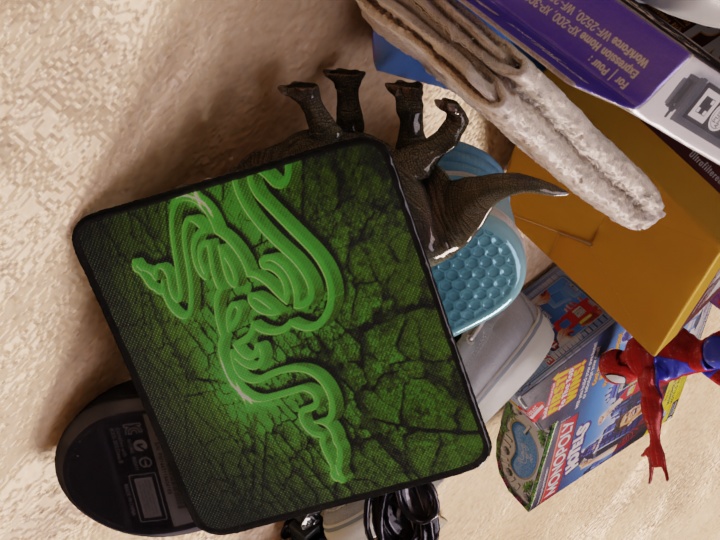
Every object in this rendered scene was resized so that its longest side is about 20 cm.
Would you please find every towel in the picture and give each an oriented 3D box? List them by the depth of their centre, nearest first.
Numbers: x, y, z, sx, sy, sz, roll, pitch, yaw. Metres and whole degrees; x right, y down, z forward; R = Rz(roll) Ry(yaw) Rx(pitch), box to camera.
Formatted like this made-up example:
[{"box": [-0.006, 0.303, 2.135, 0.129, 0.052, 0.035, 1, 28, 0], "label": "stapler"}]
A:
[{"box": [0.065, -0.086, 1.079, 0.035, 0.133, 0.200, -49, 148, 5], "label": "towel"}]

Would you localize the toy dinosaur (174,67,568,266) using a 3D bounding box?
[{"box": [0.007, -0.041, 1.119, 0.077, 0.199, 0.103, -48, 144, -69], "label": "toy dinosaur"}]

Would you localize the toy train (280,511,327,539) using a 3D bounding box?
[{"box": [-0.029, 0.126, 1.375, 0.046, 0.034, 0.200, -41, 152, -22], "label": "toy train"}]

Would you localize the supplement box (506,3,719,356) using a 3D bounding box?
[{"box": [0.200, -0.090, 1.269, 0.200, 0.133, 0.197, -43, 169, -16], "label": "supplement box"}]

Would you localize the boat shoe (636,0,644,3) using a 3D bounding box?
[{"box": [0.144, -0.223, 1.085, 0.091, 0.071, 0.201, 12, 128, -20], "label": "boat shoe"}]

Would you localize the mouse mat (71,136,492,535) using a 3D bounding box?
[{"box": [-0.036, 0.038, 1.110, 0.160, 0.008, 0.200, -16, 118, 8], "label": "mouse mat"}]

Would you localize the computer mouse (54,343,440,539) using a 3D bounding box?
[{"box": [-0.059, 0.091, 1.183, 0.053, 0.199, 0.139, -82, 167, -60], "label": "computer mouse"}]

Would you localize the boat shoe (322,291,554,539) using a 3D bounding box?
[{"box": [0.034, 0.080, 1.366, 0.201, 0.072, 0.070, -47, -165, -23], "label": "boat shoe"}]

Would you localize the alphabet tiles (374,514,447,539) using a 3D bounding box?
[{"box": [-0.014, 0.218, 1.498, 0.167, 0.008, 0.200, -48, 164, 0], "label": "alphabet tiles"}]

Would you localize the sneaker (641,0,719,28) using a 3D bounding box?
[{"box": [0.114, -0.164, 1.033, 0.075, 0.200, 0.089, -46, -160, 27], "label": "sneaker"}]

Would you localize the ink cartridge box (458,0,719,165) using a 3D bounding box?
[{"box": [0.090, -0.116, 1.008, 0.200, 0.198, 0.043, 19, 108, -53], "label": "ink cartridge box"}]

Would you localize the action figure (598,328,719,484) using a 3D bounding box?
[{"box": [0.237, 0.073, 1.398, 0.065, 0.200, 0.099, -23, 102, -50], "label": "action figure"}]

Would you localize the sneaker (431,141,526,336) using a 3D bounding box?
[{"box": [0.000, 0.000, 1.219, 0.199, 0.131, 0.080, -22, 117, 17], "label": "sneaker"}]

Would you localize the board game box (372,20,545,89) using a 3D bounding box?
[{"box": [0.076, -0.167, 1.160, 0.200, 0.039, 0.158, 8, 123, -51], "label": "board game box"}]

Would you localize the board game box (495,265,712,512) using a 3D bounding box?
[{"box": [0.146, 0.059, 1.513, 0.200, 0.062, 0.200, -27, 145, -33], "label": "board game box"}]

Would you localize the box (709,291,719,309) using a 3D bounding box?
[{"box": [0.255, -0.049, 1.454, 0.200, 0.137, 0.039, -22, 141, -40], "label": "box"}]
